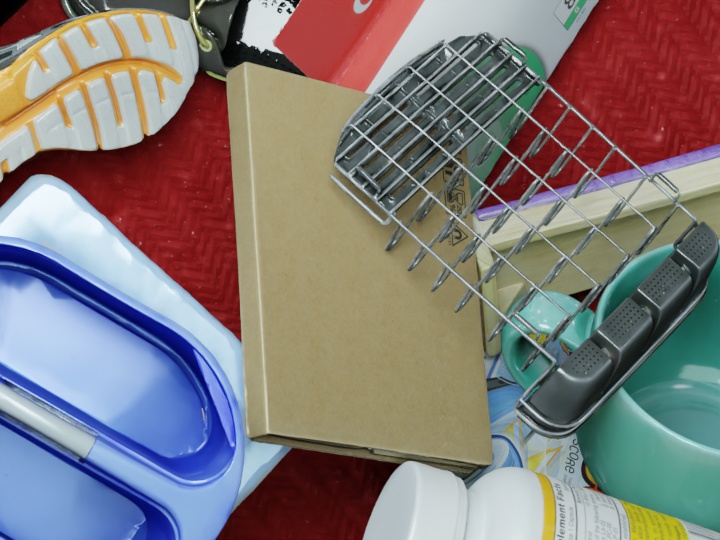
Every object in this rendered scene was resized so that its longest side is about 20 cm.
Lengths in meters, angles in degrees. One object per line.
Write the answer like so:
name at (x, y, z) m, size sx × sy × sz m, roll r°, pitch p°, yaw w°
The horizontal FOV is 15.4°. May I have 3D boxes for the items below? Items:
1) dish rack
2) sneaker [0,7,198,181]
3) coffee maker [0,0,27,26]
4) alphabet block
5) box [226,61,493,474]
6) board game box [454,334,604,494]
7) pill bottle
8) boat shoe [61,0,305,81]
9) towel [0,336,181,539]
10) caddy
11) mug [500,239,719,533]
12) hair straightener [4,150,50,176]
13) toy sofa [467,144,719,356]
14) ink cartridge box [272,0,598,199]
dish rack at (0.083, -0.028, 1.409) m, size 0.200 × 0.055 × 0.153 m, roll 43°, pitch 56°, yaw 8°
sneaker at (-0.184, -0.098, 1.467) m, size 0.200 × 0.077 × 0.078 m, roll -22°, pitch 117°, yaw -19°
coffee maker at (-0.220, -0.186, 1.440) m, size 0.134 × 0.200 × 0.193 m, roll 18°, pitch 87°, yaw -6°
alphabet block at (-0.164, 0.080, 1.445) m, size 0.196 × 0.200 × 0.195 m, roll 44°, pitch 86°, yaw -4°
box at (0.000, 0.000, 1.401) m, size 0.163 × 0.021 × 0.201 m, roll 12°, pitch 67°, yaw -41°
board game box at (0.095, 0.121, 1.511) m, size 0.135 × 0.034 × 0.200 m, roll 29°, pitch 55°, yaw -7°
pill bottle at (0.104, 0.169, 1.396) m, size 0.200 × 0.113 × 0.113 m, roll 19°, pitch 87°, yaw -14°
boat shoe at (-0.072, -0.144, 1.527) m, size 0.201 × 0.061 × 0.072 m, roll 14°, pitch 88°, yaw -7°
towel at (-0.170, 0.148, 1.329) m, size 0.191 × 0.032 × 0.200 m, roll -18°, pitch 91°, yaw -6°
caddy at (-0.152, 0.070, 1.264) m, size 0.200 × 0.105 × 0.142 m, roll 30°, pitch 85°, yaw -5°
mug at (0.184, 0.067, 1.483) m, size 0.152 × 0.115 × 0.185 m, roll -33°, pitch 61°, yaw -29°
hair straightener at (-0.232, -0.080, 1.521) m, size 0.200 × 0.041 × 0.077 m, roll -31°, pitch 102°, yaw -1°
toy sofa at (0.145, -0.035, 1.522) m, size 0.200 × 0.083 × 0.098 m, roll -15°, pitch 52°, yaw -7°
ink cartridge box at (0.050, -0.143, 1.483) m, size 0.050 × 0.200 × 0.161 m, roll 31°, pitch 86°, yaw 29°
